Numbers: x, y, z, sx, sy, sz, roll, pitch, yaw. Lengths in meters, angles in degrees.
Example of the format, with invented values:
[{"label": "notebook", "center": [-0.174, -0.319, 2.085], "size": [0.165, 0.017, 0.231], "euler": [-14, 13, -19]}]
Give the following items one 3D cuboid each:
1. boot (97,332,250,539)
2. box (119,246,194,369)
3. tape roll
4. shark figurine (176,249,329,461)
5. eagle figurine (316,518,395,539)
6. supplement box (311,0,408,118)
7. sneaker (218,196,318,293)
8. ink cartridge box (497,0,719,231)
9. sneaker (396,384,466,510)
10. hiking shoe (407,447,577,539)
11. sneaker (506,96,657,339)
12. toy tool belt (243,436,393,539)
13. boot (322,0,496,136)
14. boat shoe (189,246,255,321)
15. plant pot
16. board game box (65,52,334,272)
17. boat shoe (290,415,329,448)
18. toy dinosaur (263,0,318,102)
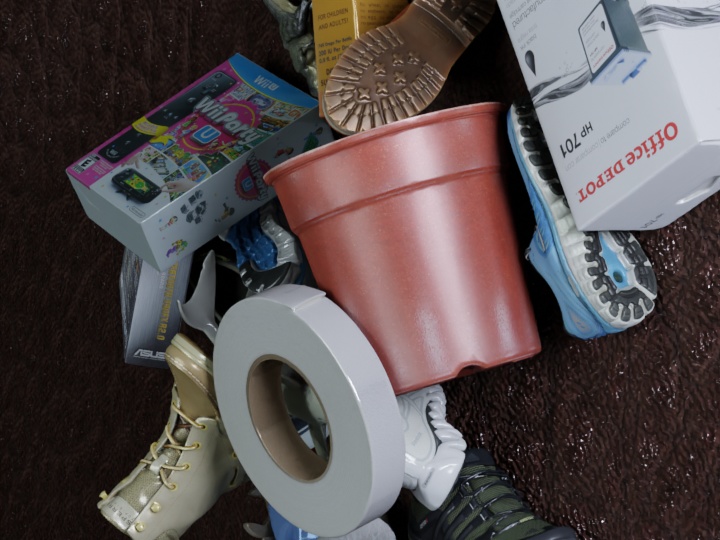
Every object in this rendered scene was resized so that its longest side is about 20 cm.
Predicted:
[{"label": "boot", "center": [-0.161, 0.155, 1.730], "size": [0.073, 0.155, 0.200], "euler": [40, 164, 32]}, {"label": "box", "center": [-0.196, -0.019, 1.967], "size": [0.200, 0.048, 0.159], "euler": [-112, 32, -66]}, {"label": "tape roll", "center": [-0.043, 0.110, 1.594], "size": [0.202, 0.037, 0.204], "euler": [30, 131, 41]}, {"label": "shark figurine", "center": [-0.059, 0.075, 1.722], "size": [0.214, 0.089, 0.129], "euler": [29, 148, 35]}, {"label": "eagle figurine", "center": [-0.002, 0.312, 1.659], "size": [0.151, 0.151, 0.200], "euler": [35, 149, 11]}, {"label": "supplement box", "center": [-0.001, -0.232, 1.730], "size": [0.066, 0.069, 0.201], "euler": [-7, 85, 52]}, {"label": "sneaker", "center": [-0.075, -0.019, 1.850], "size": [0.075, 0.087, 0.200], "euler": [-38, 35, 13]}, {"label": "ink cartridge box", "center": [0.195, -0.147, 1.450], "size": [0.146, 0.086, 0.201], "euler": [-39, 60, 48]}, {"label": "sneaker", "center": [0.027, 0.125, 1.668], "size": [0.075, 0.081, 0.200], "euler": [-65, 15, 9]}, {"label": "hiking shoe", "center": [0.096, 0.195, 1.624], "size": [0.200, 0.075, 0.101], "euler": [-4, 93, 55]}, {"label": "sneaker", "center": [0.147, -0.038, 1.535], "size": [0.090, 0.078, 0.201], "euler": [-42, 60, 51]}, {"label": "toy tool belt", "center": [-0.041, 0.228, 1.777], "size": [0.125, 0.122, 0.201], "euler": [-50, 54, 44]}, {"label": "boot", "center": [0.026, -0.154, 1.614], "size": [0.075, 0.200, 0.107], "euler": [46, 143, 0]}, {"label": "boat shoe", "center": [-0.092, 0.040, 1.884], "size": [0.202, 0.060, 0.072], "euler": [40, 124, 45]}, {"label": "plant pot", "center": [0.046, -0.008, 1.594], "size": [0.200, 0.200, 0.196], "euler": [-21, 85, 53]}, {"label": "board game box", "center": [-0.143, -0.099, 1.827], "size": [0.147, 0.200, 0.064], "euler": [33, 152, 47]}, {"label": "boat shoe", "center": [-0.075, 0.110, 1.809], "size": [0.091, 0.071, 0.200], "euler": [49, 150, -11]}, {"label": "toy dinosaur", "center": [-0.052, -0.231, 1.821], "size": [0.200, 0.047, 0.088], "euler": [62, 144, 35]}]
